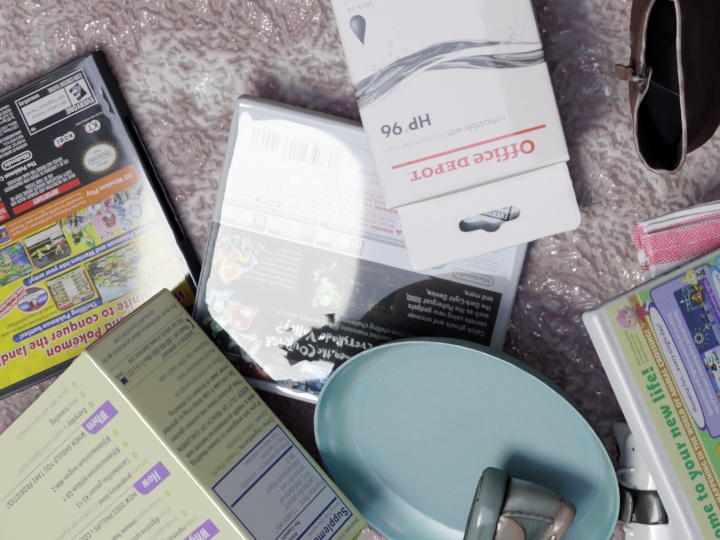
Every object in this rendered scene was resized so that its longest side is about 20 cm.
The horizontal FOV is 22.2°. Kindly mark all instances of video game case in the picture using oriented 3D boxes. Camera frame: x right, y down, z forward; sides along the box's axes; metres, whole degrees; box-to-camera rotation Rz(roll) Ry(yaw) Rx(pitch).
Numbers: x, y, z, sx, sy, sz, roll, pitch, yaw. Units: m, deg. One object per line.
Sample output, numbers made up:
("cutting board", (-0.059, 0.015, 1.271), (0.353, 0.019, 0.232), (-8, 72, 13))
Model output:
("video game case", (0.000, 0.000, 1.162), (0.198, 0.023, 0.184), (14, 105, 3))
("video game case", (0.244, 0.079, 1.048), (0.181, 0.022, 0.202), (-24, 91, -13))
("video game case", (-0.220, -0.022, 1.219), (0.199, 0.026, 0.182), (-23, 96, 16))

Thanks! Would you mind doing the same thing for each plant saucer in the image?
("plant saucer", (0.067, 0.113, 1.139), (0.198, 0.028, 0.201), (14, 134, 15))

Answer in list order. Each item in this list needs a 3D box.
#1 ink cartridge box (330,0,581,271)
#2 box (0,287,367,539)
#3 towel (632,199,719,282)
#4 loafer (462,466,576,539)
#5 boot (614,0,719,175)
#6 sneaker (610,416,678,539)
("ink cartridge box", (0.056, -0.108, 1.090), (0.115, 0.068, 0.202), (-15, 92, 6))
("box", (-0.130, 0.148, 1.173), (0.200, 0.097, 0.176), (49, 127, 1))
("towel", (0.247, 0.054, 1.076), (0.145, 0.030, 0.202), (-12, 87, -12))
("loafer", (0.086, 0.209, 1.148), (0.062, 0.072, 0.201), (12, 130, 4))
("boot", (0.182, -0.161, 1.016), (0.072, 0.166, 0.202), (3, 103, 13))
("sneaker", (0.186, 0.133, 1.133), (0.088, 0.074, 0.201), (25, 95, 9))
